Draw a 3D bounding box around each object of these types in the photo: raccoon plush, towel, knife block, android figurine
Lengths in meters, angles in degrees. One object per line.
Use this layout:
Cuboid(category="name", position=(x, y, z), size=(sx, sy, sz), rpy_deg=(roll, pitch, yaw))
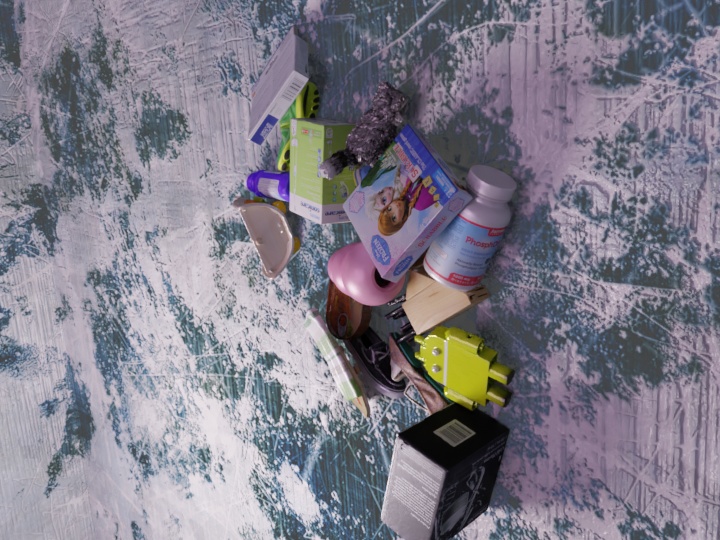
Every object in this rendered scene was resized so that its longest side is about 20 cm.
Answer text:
Cuboid(category="raccoon plush", position=(0.016, -0.254, 1.193), size=(0.097, 0.200, 0.134), rpy_deg=(32, 145, 16))
Cuboid(category="towel", position=(-0.063, 0.179, 1.354), size=(0.201, 0.031, 0.149), rpy_deg=(62, 169, 8))
Cuboid(category="knife block", position=(0.138, 0.087, 1.245), size=(0.200, 0.064, 0.176), rpy_deg=(24, 118, 40))
Cuboid(category="android figurine", position=(0.186, 0.177, 1.200), size=(0.199, 0.041, 0.183), rpy_deg=(25, 137, 28))

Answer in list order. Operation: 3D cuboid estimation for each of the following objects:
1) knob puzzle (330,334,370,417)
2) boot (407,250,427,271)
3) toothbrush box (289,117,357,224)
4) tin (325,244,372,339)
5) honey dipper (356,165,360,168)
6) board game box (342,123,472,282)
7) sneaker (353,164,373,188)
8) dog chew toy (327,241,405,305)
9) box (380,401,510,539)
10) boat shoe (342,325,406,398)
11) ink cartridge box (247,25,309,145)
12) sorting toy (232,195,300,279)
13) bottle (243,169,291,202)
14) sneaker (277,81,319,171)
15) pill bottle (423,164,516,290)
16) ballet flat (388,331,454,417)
Cuboid(category="knob puzzle", position=(-0.017, 0.224, 1.394), size=(0.220, 0.030, 0.220), rpy_deg=(59, 167, 22))
Cuboid(category="boot", position=(0.115, -0.070, 1.217), size=(0.074, 0.075, 0.200), rpy_deg=(55, 135, 23))
Cuboid(category="toothbrush box", position=(-0.080, -0.211, 1.359), size=(0.145, 0.086, 0.201), rpy_deg=(26, 118, 53))
Cuboid(category="tin", position=(-0.019, 0.048, 1.381), size=(0.112, 0.042, 0.201), rpy_deg=(4, 86, 50))
Cuboid(category="honey dipper", position=(0.024, -0.135, 1.328), size=(0.038, 0.038, 0.201), rpy_deg=(-36, 70, 45))
Cuboid(category="board game box", position=(0.072, -0.119, 1.127), size=(0.200, 0.041, 0.200), rpy_deg=(-50, 45, 23))
Cuboid(category="sneaker", position=(0.051, -0.134, 1.247), size=(0.082, 0.074, 0.201), rpy_deg=(-30, 63, 19))
Cuboid(category="dog chew toy", position=(0.000, 0.000, 1.265), size=(0.200, 0.124, 0.125), rpy_deg=(9, 108, 60))
Cuboid(category="box", position=(0.156, 0.377, 1.204), size=(0.124, 0.199, 0.198), rpy_deg=(29, 121, 37))
Cuboid(category="boat shoe", position=(0.036, 0.180, 1.377), size=(0.200, 0.071, 0.068), rpy_deg=(52, 134, 33))
Cuboid(category="ink cartridge box", position=(-0.178, -0.400, 1.406), size=(0.200, 0.040, 0.201), rpy_deg=(-45, 35, 34))
Cuboid(category="sorting toy", position=(-0.245, -0.109, 1.561), size=(0.180, 0.107, 0.201), rpy_deg=(29, 146, 52))
Cuboid(category="bottle", position=(-0.199, -0.197, 1.502), size=(0.200, 0.083, 0.066), rpy_deg=(15, 91, 47))
Cuboid(category="sneaker", position=(-0.143, -0.316, 1.428), size=(0.083, 0.074, 0.201), rpy_deg=(32, 112, 45))
Cuboid(category="pill bottle", position=(0.190, -0.073, 1.115), size=(0.109, 0.108, 0.201), rpy_deg=(41, 128, 31))
Cuboid(category="ballet flat", position=(0.103, 0.214, 1.304), size=(0.067, 0.068, 0.200), rpy_deg=(-44, 64, 10))
